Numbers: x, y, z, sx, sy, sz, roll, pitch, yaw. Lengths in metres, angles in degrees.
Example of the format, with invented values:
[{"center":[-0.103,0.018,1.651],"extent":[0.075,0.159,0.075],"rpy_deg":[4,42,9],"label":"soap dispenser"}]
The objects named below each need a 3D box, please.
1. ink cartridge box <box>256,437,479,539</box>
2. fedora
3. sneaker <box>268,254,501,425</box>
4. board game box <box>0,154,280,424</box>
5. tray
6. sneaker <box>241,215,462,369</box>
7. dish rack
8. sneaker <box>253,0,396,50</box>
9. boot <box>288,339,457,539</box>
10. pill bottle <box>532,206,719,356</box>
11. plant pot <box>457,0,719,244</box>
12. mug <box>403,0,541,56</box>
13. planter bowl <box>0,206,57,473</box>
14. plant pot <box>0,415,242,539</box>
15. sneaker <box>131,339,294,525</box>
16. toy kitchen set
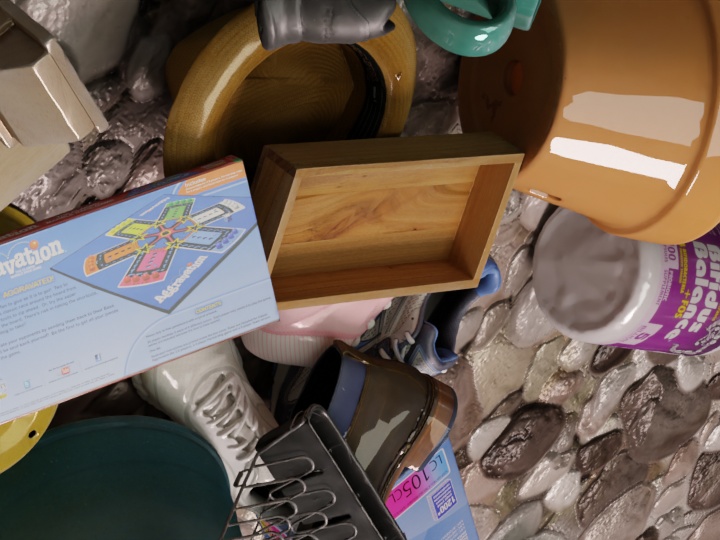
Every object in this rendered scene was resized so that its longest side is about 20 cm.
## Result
[{"center":[0.013,0.204,1.805],"extent":[0.136,0.076,0.200],"rpy_deg":[-38,140,-18],"label":"ink cartridge box"},{"center":[-0.057,-0.104,1.496],"extent":[0.200,0.082,0.201],"rpy_deg":[-28,137,-30],"label":"fedora"},{"center":[0.018,0.049,1.682],"extent":[0.200,0.085,0.077],"rpy_deg":[-50,141,-3],"label":"sneaker"},{"center":[-0.148,0.013,1.402],"extent":[0.200,0.019,0.103],"rpy_deg":[-20,111,-21],"label":"board game box"},{"center":[0.009,-0.032,1.525],"extent":[0.200,0.037,0.099],"rpy_deg":[-5,123,-44],"label":"tray"},{"center":[0.000,0.000,1.639],"extent":[0.200,0.075,0.105],"rpy_deg":[-21,134,-29],"label":"sneaker"},{"center":[-0.034,0.197,1.498],"extent":[0.154,0.054,0.200],"rpy_deg":[58,27,-21],"label":"dish rack"},{"center":[-0.006,-0.206,1.406],"extent":[0.076,0.091,0.200],"rpy_deg":[86,10,-61],"label":"sneaker"},{"center":[-0.028,0.140,1.620],"extent":[0.097,0.075,0.200],"rpy_deg":[33,89,-31],"label":"boot"},{"center":[0.229,0.006,1.838],"extent":[0.200,0.112,0.112],"rpy_deg":[8,113,-47],"label":"pill bottle"},{"center":[0.157,-0.121,1.623],"extent":[0.140,0.200,0.200],"rpy_deg":[4,116,-29],"label":"plant pot"},{"center":[0.071,-0.228,1.462],"extent":[0.185,0.114,0.152],"rpy_deg":[-63,173,-66],"label":"mug"},{"center":[-0.238,0.065,1.443],"extent":[0.200,0.083,0.201],"rpy_deg":[-25,133,-29],"label":"planter bowl"},{"center":[-0.148,0.226,1.527],"extent":[0.200,0.188,0.200],"rpy_deg":[-15,136,-15],"label":"plant pot"},{"center":[-0.088,0.096,1.619],"extent":[0.075,0.081,0.200],"rpy_deg":[-41,138,-11],"label":"sneaker"},{"center":[-0.248,-0.070,1.267],"extent":[0.180,0.163,0.200],"rpy_deg":[-42,140,-13],"label":"toy kitchen set"}]
